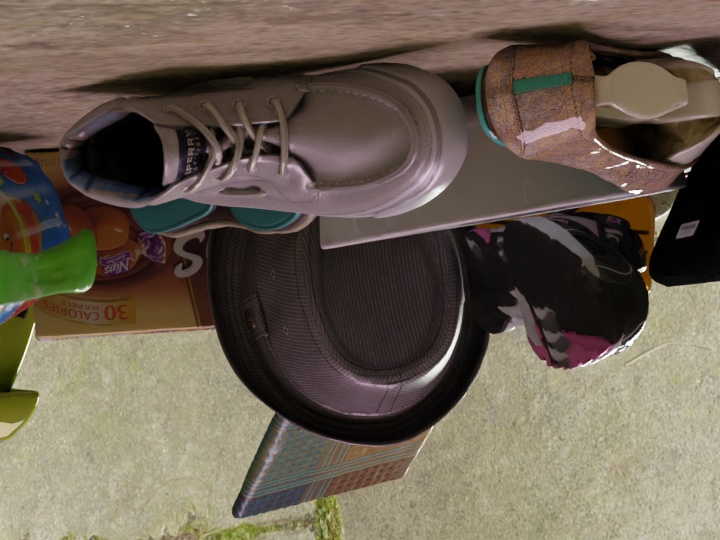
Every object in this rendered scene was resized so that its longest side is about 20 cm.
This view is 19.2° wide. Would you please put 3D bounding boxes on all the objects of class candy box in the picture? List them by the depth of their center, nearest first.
[{"bbox_3d":[-0.110,-0.020,1.345,0.198,0.118,0.056,-3,178,-8],"label":"candy box"}]

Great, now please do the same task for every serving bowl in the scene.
[{"bbox_3d":[0.071,-0.059,1.131,0.198,0.067,0.200,-9,-179,0],"label":"serving bowl"}]

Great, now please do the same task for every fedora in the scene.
[{"bbox_3d":[0.000,0.000,1.259,0.175,0.202,0.090,-2,165,-11],"label":"fedora"}]

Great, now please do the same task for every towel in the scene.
[{"bbox_3d":[0.000,0.093,1.432,0.145,0.022,0.201,-10,146,-30],"label":"towel"}]

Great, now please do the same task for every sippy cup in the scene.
[{"bbox_3d":[-0.239,-0.015,1.208,0.140,0.178,0.130,-54,165,26],"label":"sippy cup"}]

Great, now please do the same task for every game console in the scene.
[{"bbox_3d":[0.242,-0.055,1.072,0.116,0.177,0.200,24,177,-1],"label":"game console"}]

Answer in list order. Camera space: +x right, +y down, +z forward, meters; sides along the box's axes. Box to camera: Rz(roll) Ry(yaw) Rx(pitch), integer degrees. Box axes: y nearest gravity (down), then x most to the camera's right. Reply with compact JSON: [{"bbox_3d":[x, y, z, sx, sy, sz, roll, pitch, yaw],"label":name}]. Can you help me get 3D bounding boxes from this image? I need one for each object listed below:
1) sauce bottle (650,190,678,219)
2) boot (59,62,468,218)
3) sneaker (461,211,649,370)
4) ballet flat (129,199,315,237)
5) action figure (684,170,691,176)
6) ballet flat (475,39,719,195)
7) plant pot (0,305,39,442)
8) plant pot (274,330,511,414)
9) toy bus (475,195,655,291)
[{"bbox_3d":[0.188,-0.061,1.595,0.064,0.065,0.200,-4,179,-6],"label":"sauce bottle"},{"bbox_3d":[-0.051,-0.053,0.981,0.199,0.074,0.095,-4,-174,44],"label":"boot"},{"bbox_3d":[0.121,-0.004,1.157,0.086,0.081,0.200,-16,-167,-12],"label":"sneaker"},{"bbox_3d":[-0.065,-0.057,1.229,0.069,0.070,0.199,-3,-178,-36],"label":"ballet flat"},{"bbox_3d":[0.238,-0.080,1.372,0.198,0.052,0.065,-5,175,-29],"label":"action figure"},{"bbox_3d":[0.128,-0.073,0.981,0.067,0.069,0.199,-13,175,32],"label":"ballet flat"},{"bbox_3d":[-0.316,0.028,1.425,0.198,0.184,0.199,-2,179,-21],"label":"plant pot"},{"bbox_3d":[0.009,0.000,1.481,0.182,0.203,0.200,-14,179,-2],"label":"plant pot"},{"bbox_3d":[0.088,-0.031,1.366,0.198,0.079,0.065,3,-172,4],"label":"toy bus"}]
